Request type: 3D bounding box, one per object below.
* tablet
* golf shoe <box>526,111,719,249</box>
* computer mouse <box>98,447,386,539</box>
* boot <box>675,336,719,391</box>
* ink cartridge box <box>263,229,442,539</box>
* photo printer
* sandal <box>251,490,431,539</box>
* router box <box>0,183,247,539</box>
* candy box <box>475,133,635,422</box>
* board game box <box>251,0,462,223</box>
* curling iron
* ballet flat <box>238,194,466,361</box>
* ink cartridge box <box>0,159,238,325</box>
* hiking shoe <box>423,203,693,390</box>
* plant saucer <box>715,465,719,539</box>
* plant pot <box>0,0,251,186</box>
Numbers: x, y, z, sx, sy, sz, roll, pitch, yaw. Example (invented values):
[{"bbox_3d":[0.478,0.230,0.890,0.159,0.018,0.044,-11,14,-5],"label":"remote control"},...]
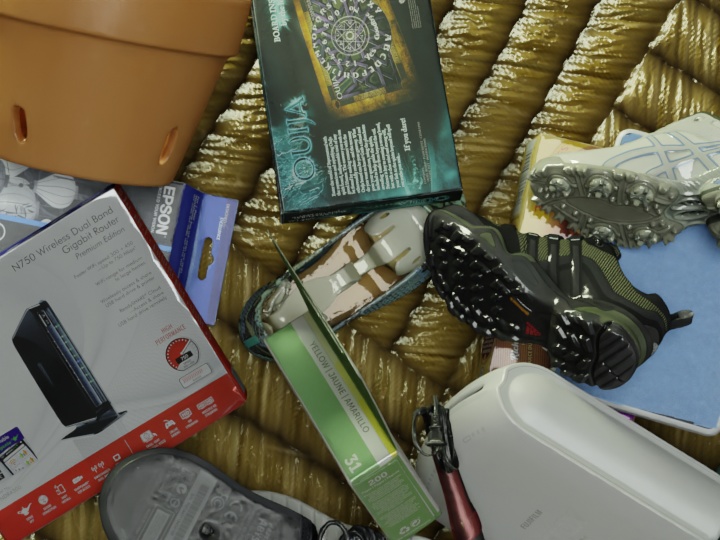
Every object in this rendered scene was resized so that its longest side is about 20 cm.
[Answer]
[{"bbox_3d":[0.222,0.007,1.498,0.129,0.014,0.201,16,83,8],"label":"tablet"},{"bbox_3d":[0.221,-0.070,1.480,0.199,0.079,0.098,6,53,11],"label":"golf shoe"},{"bbox_3d":[-0.093,0.200,1.445,0.199,0.053,0.139,32,73,3],"label":"computer mouse"},{"bbox_3d":[0.256,0.009,1.543,0.107,0.075,0.200,40,75,1],"label":"boot"},{"bbox_3d":[-0.019,0.084,1.415,0.048,0.200,0.146,-33,52,-1],"label":"ink cartridge box"},{"bbox_3d":[0.141,0.155,1.472,0.199,0.167,0.070,32,52,-4],"label":"photo printer"},{"bbox_3d":[-0.025,0.216,1.487,0.202,0.050,0.083,13,71,23],"label":"sandal"},{"bbox_3d":[-0.210,0.066,1.468,0.199,0.049,0.180,-32,99,2],"label":"router box"},{"bbox_3d":[0.161,0.011,1.536,0.116,0.056,0.201,14,83,-5],"label":"candy box"},{"bbox_3d":[-0.007,-0.140,1.519,0.134,0.028,0.201,-7,74,-4],"label":"board game box"},{"bbox_3d":[0.070,0.184,1.431,0.025,0.050,0.201,-13,101,16],"label":"curling iron"},{"bbox_3d":[0.000,0.000,1.513,0.200,0.074,0.074,-39,91,-8],"label":"ballet flat"},{"bbox_3d":[-0.193,-0.026,1.509,0.199,0.039,0.100,10,84,-6],"label":"ink cartridge box"},{"bbox_3d":[0.134,0.010,1.471,0.200,0.076,0.100,35,42,28],"label":"hiking shoe"},{"bbox_3d":[0.268,0.176,1.464,0.036,0.200,0.201,27,84,0],"label":"plant saucer"},{"bbox_3d":[-0.187,-0.141,1.448,0.199,0.200,0.141,12,98,-5],"label":"plant pot"}]
